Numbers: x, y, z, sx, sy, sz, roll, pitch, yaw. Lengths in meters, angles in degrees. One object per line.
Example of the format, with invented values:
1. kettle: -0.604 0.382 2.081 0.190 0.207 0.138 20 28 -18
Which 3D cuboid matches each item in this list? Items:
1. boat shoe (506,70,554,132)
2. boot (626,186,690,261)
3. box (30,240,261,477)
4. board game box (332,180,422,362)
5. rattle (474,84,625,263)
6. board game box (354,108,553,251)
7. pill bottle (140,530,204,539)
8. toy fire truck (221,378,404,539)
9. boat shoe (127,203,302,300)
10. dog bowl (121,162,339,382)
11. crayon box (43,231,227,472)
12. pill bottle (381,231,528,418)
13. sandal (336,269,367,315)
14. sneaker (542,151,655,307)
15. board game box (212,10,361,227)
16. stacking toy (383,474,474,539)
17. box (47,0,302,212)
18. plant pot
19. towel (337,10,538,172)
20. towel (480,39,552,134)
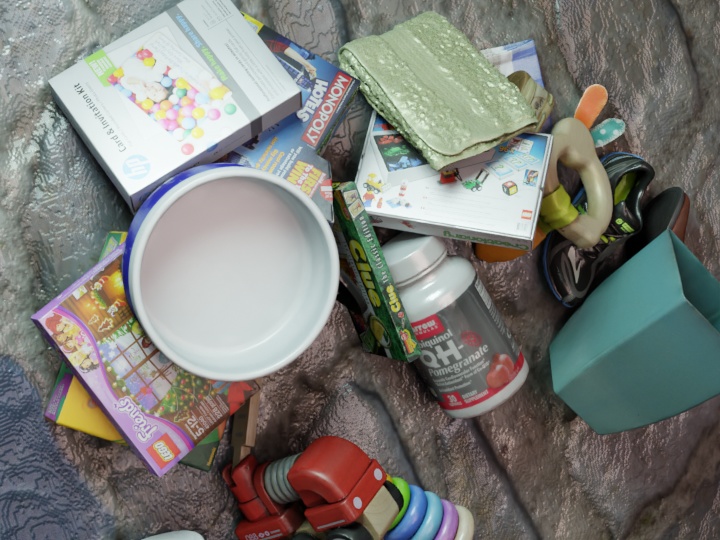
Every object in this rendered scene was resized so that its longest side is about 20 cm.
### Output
1. boat shoe: 0.159 -0.123 1.754 0.063 0.073 0.201 31 80 -28
2. boot: 0.413 0.014 1.925 0.199 0.068 0.189 20 83 -28
3. box: -0.208 0.082 1.546 0.137 0.039 0.200 -41 108 -18
4. board game box: 0.000 0.000 1.682 0.023 0.105 0.201 -28 105 -25
5. rattle: 0.221 -0.107 1.823 0.130 0.143 0.201 22 53 -19
6. board game box: 0.097 -0.098 1.684 0.199 0.035 0.127 10 67 11
7. pill bottle: -0.184 0.377 1.601 0.113 0.114 0.201 -22 103 -25
8. toy fire truck: -0.069 0.202 1.629 0.201 0.176 0.129 56 41 -13
9. boat shoe: -0.148 -0.032 1.577 0.199 0.063 0.071 31 86 -12
10. dog bowl: -0.124 0.000 1.499 0.199 0.079 0.201 -3 101 -17
11. crayon box: -0.204 0.083 1.603 0.172 0.058 0.201 22 83 -27
12. pill bottle: 0.094 0.054 1.732 0.111 0.111 0.201 -38 109 -21
13. sandal: -0.077 -0.012 1.661 0.200 0.075 0.045 40 73 -16
14. sneaker: 0.278 -0.051 1.839 0.071 0.083 0.200 36 77 -29
15. board game box: -0.092 -0.129 1.603 0.199 0.062 0.201 31 69 1
16. stacking toy: 0.026 0.257 1.730 0.199 0.085 0.086 33 78 -21
17. box: -0.181 -0.173 1.550 0.199 0.041 0.156 -33 71 -13
18. plant pot: 0.322 0.088 1.806 0.200 0.142 0.141 -37 115 23
19. towel: 0.083 -0.196 1.686 0.148 0.200 0.037 -26 149 -25
20. towel: 0.131 -0.172 1.788 0.199 0.024 0.148 -18 102 -26
